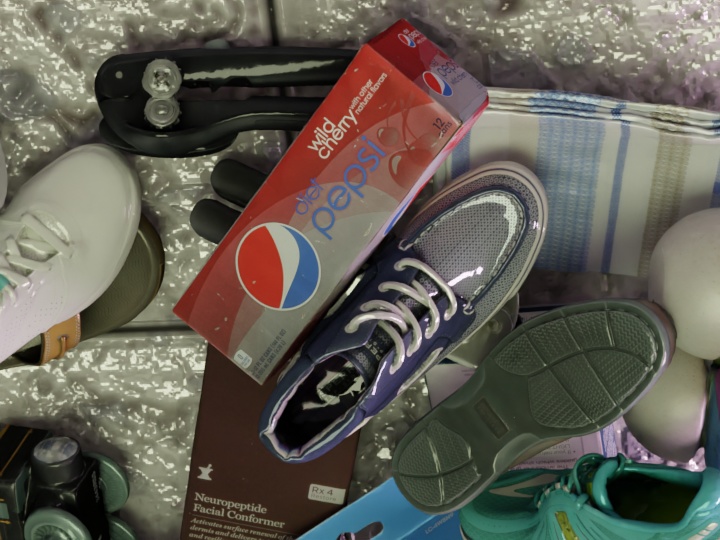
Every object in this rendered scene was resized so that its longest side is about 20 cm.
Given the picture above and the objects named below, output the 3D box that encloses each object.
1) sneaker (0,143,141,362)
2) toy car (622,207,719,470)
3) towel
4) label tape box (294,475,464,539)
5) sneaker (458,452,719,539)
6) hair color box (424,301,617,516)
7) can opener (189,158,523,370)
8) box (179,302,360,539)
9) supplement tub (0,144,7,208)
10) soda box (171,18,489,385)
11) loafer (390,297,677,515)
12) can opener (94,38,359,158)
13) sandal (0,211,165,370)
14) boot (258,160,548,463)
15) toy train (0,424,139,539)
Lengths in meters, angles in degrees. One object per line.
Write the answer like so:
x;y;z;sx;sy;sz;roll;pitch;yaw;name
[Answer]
-0.203;0.011;1.409;0.075;0.088;0.200;43;95;6;sneaker
0.244;0.064;1.374;0.174;0.150;0.201;1;136;-8;toy car
0.137;-0.043;1.394;0.199;0.024;0.147;5;141;3;towel
0.039;0.231;1.494;0.143;0.066;0.200;-34;114;13;label tape box
0.136;0.129;1.386;0.199;0.078;0.080;-2;138;39;sneaker
0.104;0.119;1.501;0.100;0.061;0.201;-4;121;12;hair color box
0.000;0.000;1.430;0.199;0.067;0.054;25;81;12;can opener
-0.048;0.097;1.501;0.100;0.075;0.201;10;121;1;box
-0.313;-0.035;1.408;0.200;0.145;0.145;-30;114;23;supplement tub
-0.016;-0.036;1.347;0.070;0.063;0.200;40;116;4;soda box
0.100;0.067;1.389;0.200;0.063;0.072;-36;84;33;loafer
-0.051;-0.100;1.392;0.199;0.079;0.064;-6;90;5;can opener
-0.203;0.024;1.484;0.199;0.055;0.082;-21;117;19;sandal
0.026;0.027;1.346;0.073;0.090;0.200;41;103;0;boot
-0.202;0.185;1.575;0.113;0.085;0.201;8;126;18;toy train
